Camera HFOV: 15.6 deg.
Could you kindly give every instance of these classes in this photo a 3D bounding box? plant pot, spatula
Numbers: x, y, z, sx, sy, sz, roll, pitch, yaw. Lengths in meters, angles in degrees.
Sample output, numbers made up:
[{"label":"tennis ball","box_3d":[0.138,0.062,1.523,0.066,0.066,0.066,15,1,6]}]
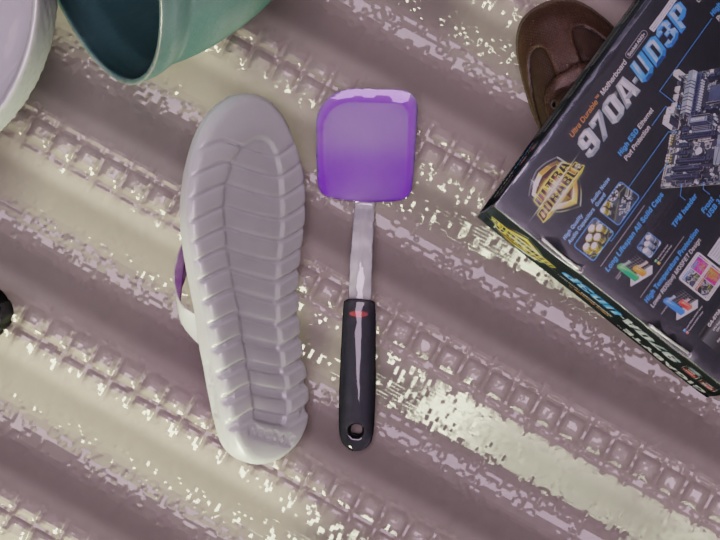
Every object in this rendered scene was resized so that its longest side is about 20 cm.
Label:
[{"label":"plant pot","box_3d":[-0.091,-0.214,1.397,0.133,0.200,0.202,-20,89,-22]},{"label":"spatula","box_3d":[0.000,0.000,1.461,0.056,0.021,0.202,3,92,4]}]

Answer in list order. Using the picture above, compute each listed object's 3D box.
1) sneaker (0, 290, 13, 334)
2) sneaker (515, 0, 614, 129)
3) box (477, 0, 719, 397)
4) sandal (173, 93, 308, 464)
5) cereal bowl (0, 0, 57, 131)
[{"label":"sneaker","box_3d":[-0.295,0.020,1.465,0.199,0.070,0.091,-13,93,7]},{"label":"sneaker","box_3d":[0.144,-0.057,1.419,0.070,0.076,0.201,-26,89,5]},{"label":"box","box_3d":[0.182,-0.060,1.366,0.159,0.046,0.201,37,81,-5]},{"label":"sandal","box_3d":[-0.073,0.005,1.451,0.050,0.082,0.204,0,93,48]},{"label":"cereal bowl","box_3d":[-0.255,-0.151,1.447,0.198,0.083,0.202,1,93,12]}]
